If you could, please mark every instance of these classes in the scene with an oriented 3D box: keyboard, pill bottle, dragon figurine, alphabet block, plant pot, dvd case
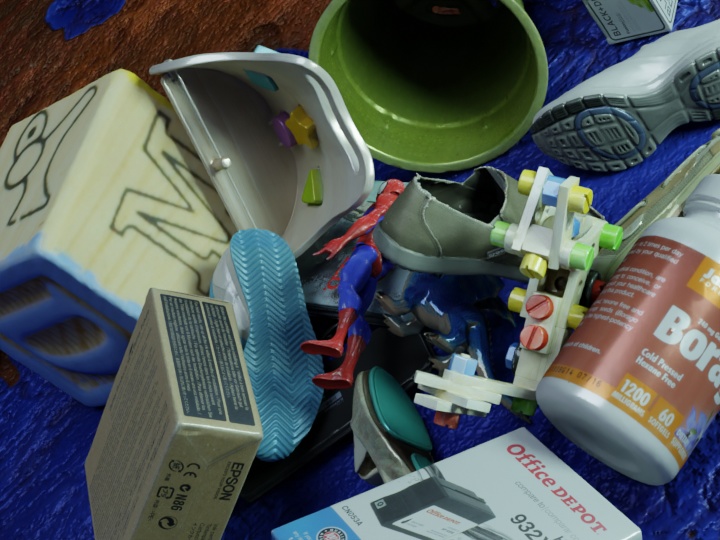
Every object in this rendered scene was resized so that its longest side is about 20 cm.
[{"bbox_3d":[-0.032,0.099,1.519,0.200,0.021,0.127,-35,40,9],"label":"keyboard"},{"bbox_3d":[0.217,0.037,1.277,0.112,0.112,0.200,20,70,49],"label":"pill bottle"},{"bbox_3d":[0.081,0.025,1.425,0.099,0.059,0.200,-40,52,-15],"label":"dragon figurine"},{"bbox_3d":[-0.223,-0.024,1.636,0.195,0.196,0.200,-17,44,45],"label":"alphabet block"},{"bbox_3d":[0.069,-0.219,1.614,0.200,0.200,0.190,-23,29,25],"label":"plant pot"},{"bbox_3d":[0.006,-0.018,1.576,0.200,0.022,0.146,8,54,46],"label":"dvd case"}]

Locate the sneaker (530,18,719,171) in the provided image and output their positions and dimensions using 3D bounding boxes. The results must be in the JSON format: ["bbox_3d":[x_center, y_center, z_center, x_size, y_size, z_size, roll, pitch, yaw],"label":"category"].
[{"bbox_3d":[0.230,-0.142,1.482,0.200,0.075,0.087,-19,32,19],"label":"sneaker"}]

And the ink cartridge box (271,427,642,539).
[{"bbox_3d":[0.064,0.200,1.212,0.200,0.084,0.145,-20,33,-21],"label":"ink cartridge box"}]

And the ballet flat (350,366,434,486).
[{"bbox_3d":[0.025,0.150,1.382,0.062,0.067,0.200,-46,38,15],"label":"ballet flat"}]

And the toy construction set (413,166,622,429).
[{"bbox_3d":[0.120,0.029,1.314,0.092,0.131,0.200,31,98,20],"label":"toy construction set"}]

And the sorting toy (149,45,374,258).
[{"bbox_3d":[-0.058,-0.110,1.541,0.107,0.200,0.180,-32,13,-27],"label":"sorting toy"}]

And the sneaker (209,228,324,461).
[{"bbox_3d":[-0.081,0.069,1.521,0.081,0.076,0.200,125,146,-51],"label":"sneaker"}]

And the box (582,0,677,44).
[{"bbox_3d":[0.231,-0.306,1.585,0.060,0.117,0.200,-8,49,34],"label":"box"}]

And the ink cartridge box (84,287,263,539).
[{"bbox_3d":[-0.150,0.142,1.463,0.165,0.075,0.200,-107,33,-50],"label":"ink cartridge box"}]

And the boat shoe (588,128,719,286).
[{"bbox_3d":[0.247,-0.055,1.373,0.201,0.073,0.063,-47,42,7],"label":"boat shoe"}]

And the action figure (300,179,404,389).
[{"bbox_3d":[0.000,0.000,1.481,0.052,0.065,0.200,3,47,26],"label":"action figure"}]

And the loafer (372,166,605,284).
[{"bbox_3d":[0.108,-0.036,1.393,0.075,0.200,0.070,54,134,44],"label":"loafer"}]
